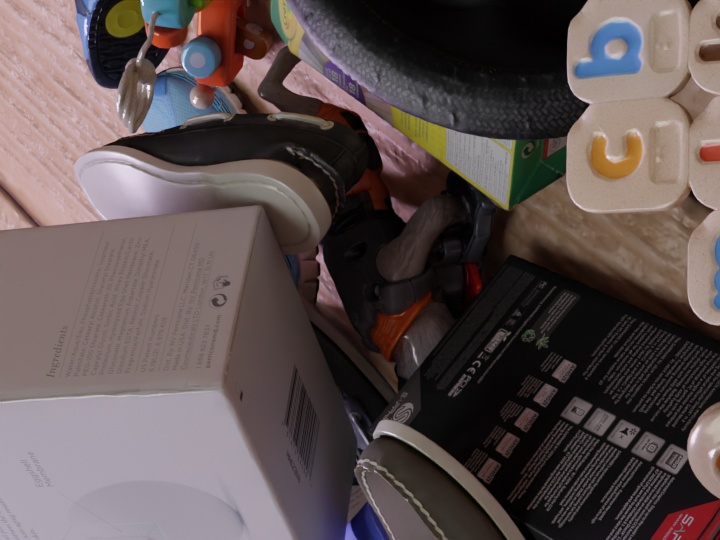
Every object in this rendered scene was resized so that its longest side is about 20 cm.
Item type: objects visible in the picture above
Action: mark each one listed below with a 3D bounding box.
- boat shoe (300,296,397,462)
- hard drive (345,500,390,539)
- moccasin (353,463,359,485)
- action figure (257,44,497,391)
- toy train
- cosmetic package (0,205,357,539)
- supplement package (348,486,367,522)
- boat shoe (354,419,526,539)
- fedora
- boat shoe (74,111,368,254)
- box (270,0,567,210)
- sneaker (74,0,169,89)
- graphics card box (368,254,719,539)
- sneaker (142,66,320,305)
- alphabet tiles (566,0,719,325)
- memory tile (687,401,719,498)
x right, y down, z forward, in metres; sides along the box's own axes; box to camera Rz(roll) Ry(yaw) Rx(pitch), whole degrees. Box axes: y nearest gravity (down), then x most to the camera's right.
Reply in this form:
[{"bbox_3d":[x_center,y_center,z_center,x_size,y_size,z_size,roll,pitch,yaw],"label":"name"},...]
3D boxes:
[{"bbox_3d":[-0.004,0.090,0.980,0.200,0.062,0.073,50,177,-18],"label":"boat shoe"},{"bbox_3d":[0.025,0.206,0.942,0.133,0.025,0.200,61,162,13],"label":"hard drive"},{"bbox_3d":[-0.048,0.078,1.030,0.199,0.081,0.068,24,168,-33],"label":"moccasin"},{"bbox_3d":[0.000,0.000,0.922,0.194,0.104,0.201,54,151,32],"label":"action figure"},{"bbox_3d":[-0.078,-0.146,0.903,0.055,0.200,0.152,9,109,6],"label":"toy train"},{"bbox_3d":[-0.124,0.083,0.871,0.197,0.124,0.200,-5,136,14],"label":"cosmetic package"},{"bbox_3d":[-0.106,0.150,1.122,0.146,0.190,0.202,1,116,56],"label":"supplement package"},{"bbox_3d":[0.055,0.160,0.769,0.203,0.060,0.072,56,159,-18],"label":"boat shoe"},{"bbox_3d":[0.059,-0.137,0.682,0.201,0.200,0.092,51,179,16],"label":"fedora"},{"bbox_3d":[-0.078,-0.052,0.885,0.199,0.060,0.074,1,131,47],"label":"boat shoe"},{"bbox_3d":[0.024,-0.131,0.824,0.199,0.048,0.118,38,144,32],"label":"box"},{"bbox_3d":[-0.155,-0.209,1.029,0.079,0.065,0.202,53,151,37],"label":"sneaker"},{"bbox_3d":[0.110,0.078,0.781,0.199,0.126,0.051,24,159,45],"label":"graphics card box"},{"bbox_3d":[-0.102,-0.050,1.035,0.201,0.089,0.079,57,153,32],"label":"sneaker"},{"bbox_3d":[0.160,-0.082,0.561,0.194,0.015,0.203,-2,85,34],"label":"alphabet tiles"},{"bbox_3d":[0.227,0.063,0.598,0.198,0.017,0.154,23,129,11],"label":"memory tile"}]
